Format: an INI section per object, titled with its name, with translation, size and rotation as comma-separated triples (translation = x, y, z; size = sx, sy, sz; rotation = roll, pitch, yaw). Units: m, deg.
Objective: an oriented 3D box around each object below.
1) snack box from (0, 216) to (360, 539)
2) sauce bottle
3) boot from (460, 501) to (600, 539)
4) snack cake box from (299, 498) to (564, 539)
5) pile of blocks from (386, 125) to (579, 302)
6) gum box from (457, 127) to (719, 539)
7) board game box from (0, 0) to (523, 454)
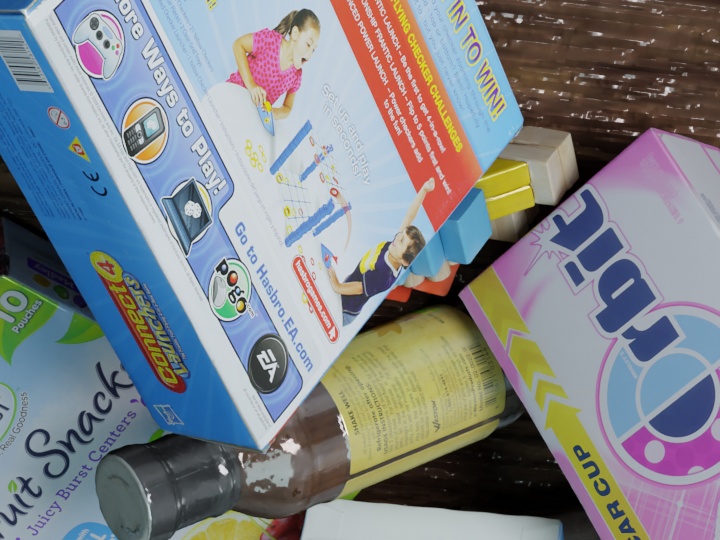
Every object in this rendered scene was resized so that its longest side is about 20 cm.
[snack box]
translation = -0.114, 0.082, 0.997
size = 0.200, 0.053, 0.142
rotation = 30, 112, -26
[sauce bottle]
translation = -0.018, 0.065, 0.943
size = 0.200, 0.065, 0.065
rotation = -17, 131, -37
[boot]
translation = 0.134, 0.184, 1.105
size = 0.166, 0.072, 0.201
rotation = -6, 122, 4
[snack cake box]
translation = 0.038, 0.188, 1.031
size = 0.115, 0.067, 0.200
rotation = 3, 142, 12
[pile of blocks]
translation = 0.000, 0.000, 0.946
size = 0.199, 0.082, 0.062
rotation = -16, 126, 1
[gum box]
translation = 0.141, 0.057, 0.915
size = 0.113, 0.200, 0.066
rotation = -42, 153, 25
[board game box]
translation = -0.040, -0.073, 0.834
size = 0.056, 0.196, 0.200
rotation = 7, 135, 39
